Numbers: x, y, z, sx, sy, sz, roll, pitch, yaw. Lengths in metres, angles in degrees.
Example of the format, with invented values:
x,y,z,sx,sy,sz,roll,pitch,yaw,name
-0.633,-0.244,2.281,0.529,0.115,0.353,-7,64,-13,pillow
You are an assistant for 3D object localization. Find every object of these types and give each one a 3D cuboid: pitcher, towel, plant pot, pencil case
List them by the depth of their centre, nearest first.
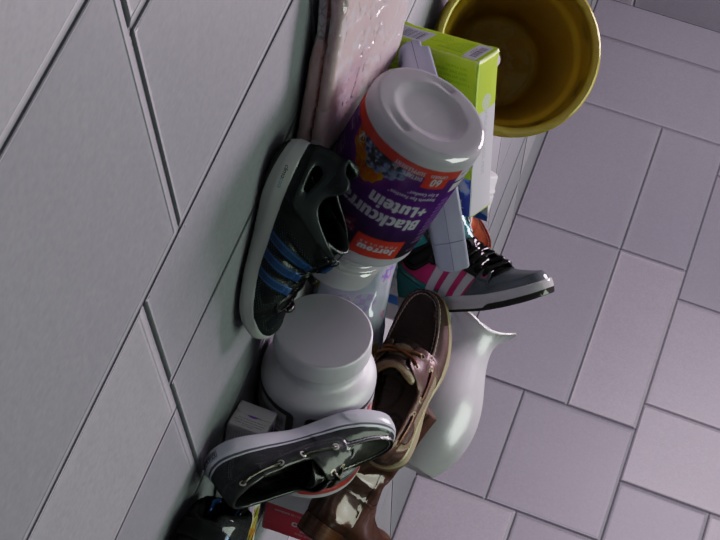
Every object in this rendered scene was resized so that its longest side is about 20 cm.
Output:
x,y,z,sx,sy,sz,roll,pitch,yaw,name
0.000,-0.215,1.295,0.200,0.032,0.192,-56,163,-47,towel
0.000,0.000,1.552,0.083,0.090,0.201,-114,-143,-61,pencil case
0.078,0.127,1.726,0.171,0.121,0.201,33,79,-35,pitcher
0.176,-0.263,1.802,0.189,0.200,0.202,-146,-106,-83,plant pot

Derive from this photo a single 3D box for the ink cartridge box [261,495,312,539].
x,y,z,sx,sy,sz,roll,pitch,yaw,name
-0.043,0.196,1.703,0.145,0.083,0.201,-61,166,-50,ink cartridge box

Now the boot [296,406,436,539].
x,y,z,sx,sy,sz,roll,pitch,yaw,name
0.035,0.228,1.655,0.200,0.064,0.186,-57,149,0,boot

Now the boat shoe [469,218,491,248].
x,y,z,sx,sy,sz,roll,pitch,yaw,name
0.091,-0.068,1.687,0.200,0.063,0.071,40,87,-36,boat shoe

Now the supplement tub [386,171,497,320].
x,y,z,sx,sy,sz,roll,pitch,yaw,name
0.080,-0.041,1.807,0.132,0.131,0.201,-34,141,-75,supplement tub

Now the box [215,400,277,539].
x,y,z,sx,sy,sz,roll,pitch,yaw,name
-0.119,0.219,1.449,0.039,0.041,0.201,-59,164,-54,box

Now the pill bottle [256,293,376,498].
x,y,z,sx,sy,sz,roll,pitch,yaw,name
-0.045,0.125,1.461,0.200,0.115,0.116,100,13,-46,pill bottle

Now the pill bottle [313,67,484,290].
x,y,z,sx,sy,sz,roll,pitch,yaw,name
0.018,-0.074,1.312,0.200,0.111,0.112,-56,-177,42,pill bottle

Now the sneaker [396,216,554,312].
x,y,z,sx,sy,sz,roll,pitch,yaw,name
0.117,-0.020,1.600,0.083,0.199,0.121,-16,99,-50,sneaker

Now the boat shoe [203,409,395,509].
x,y,z,sx,sy,sz,roll,pitch,yaw,name
-0.049,0.181,1.377,0.199,0.057,0.069,-9,139,-29,boat shoe

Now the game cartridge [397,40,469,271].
x,y,z,sx,sy,sz,roll,pitch,yaw,name
0.071,-0.106,1.419,0.133,0.040,0.201,-104,-178,-60,game cartridge

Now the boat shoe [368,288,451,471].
x,y,z,sx,sy,sz,roll,pitch,yaw,name
0.045,0.107,1.538,0.072,0.072,0.201,63,44,-67,boat shoe

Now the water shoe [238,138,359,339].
x,y,z,sx,sy,sz,roll,pitch,yaw,name
-0.052,-0.014,1.258,0.072,0.079,0.201,-58,164,-53,water shoe

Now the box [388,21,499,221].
x,y,z,sx,sy,sz,roll,pitch,yaw,name
0.078,-0.145,1.518,0.048,0.122,0.201,-36,137,-44,box

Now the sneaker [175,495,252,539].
x,y,z,sx,sy,sz,roll,pitch,yaw,name
-0.131,0.274,1.386,0.200,0.073,0.112,76,35,-70,sneaker
